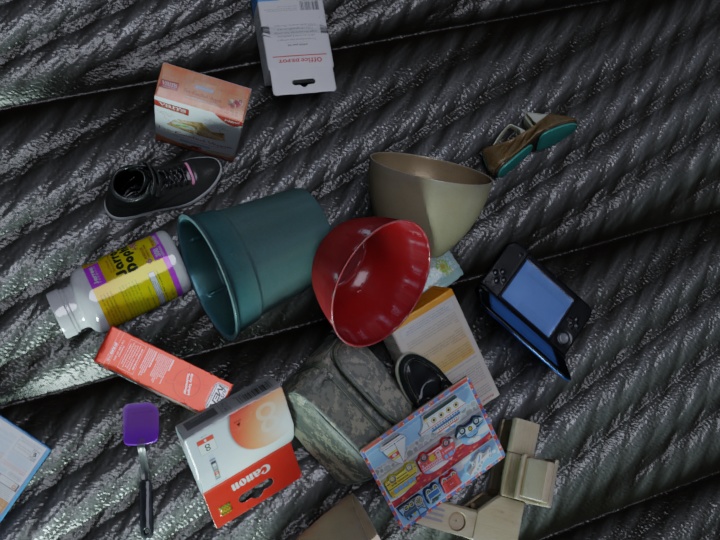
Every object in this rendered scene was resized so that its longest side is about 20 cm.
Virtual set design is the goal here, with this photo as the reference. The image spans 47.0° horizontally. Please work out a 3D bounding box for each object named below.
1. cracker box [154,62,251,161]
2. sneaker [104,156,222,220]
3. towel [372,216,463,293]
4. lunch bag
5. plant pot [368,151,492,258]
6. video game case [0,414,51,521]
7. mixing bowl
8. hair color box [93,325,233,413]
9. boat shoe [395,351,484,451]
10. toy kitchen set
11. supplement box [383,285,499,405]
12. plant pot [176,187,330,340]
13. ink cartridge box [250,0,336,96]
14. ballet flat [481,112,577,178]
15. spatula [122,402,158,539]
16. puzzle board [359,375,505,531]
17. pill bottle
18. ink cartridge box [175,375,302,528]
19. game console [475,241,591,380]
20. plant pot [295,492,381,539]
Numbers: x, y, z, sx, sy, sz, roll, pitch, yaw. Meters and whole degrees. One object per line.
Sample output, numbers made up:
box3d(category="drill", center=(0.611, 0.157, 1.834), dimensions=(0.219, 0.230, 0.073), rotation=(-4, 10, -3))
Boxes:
box3d(category="cracker box", center=(-0.246, -0.238, 1.279), dimensions=(0.132, 0.200, 0.059), rotation=(15, 77, -10))
box3d(category="sneaker", center=(-0.306, -0.139, 1.299), dimensions=(0.198, 0.099, 0.072), rotation=(-22, 84, -18))
box3d(category="towel", center=(0.054, -0.011, 1.392), dimensions=(0.199, 0.048, 0.172), rotation=(-33, 90, -17))
box3d(category="lunch bag", center=(-0.017, 0.204, 1.295), dimensions=(0.200, 0.139, 0.168), rotation=(46, 56, -3))
box3d(category="plant pot", center=(0.099, -0.099, 1.318), dimensions=(0.197, 0.201, 0.137), rotation=(7, 108, -12))
box3d(category="video game case", center=(-0.567, 0.306, 1.196), dimensions=(0.142, 0.018, 0.201), rotation=(35, 74, -6))
box3d(category="mixing bowl", center=(0.000, 0.000, 1.236), dimensions=(0.200, 0.201, 0.108), rotation=(-44, 49, -17))
box3d(category="hair color box", center=(-0.294, 0.157, 1.247), dimensions=(0.198, 0.101, 0.062), rotation=(27, 75, -7))
box3d(category="boat shoe", center=(0.129, 0.209, 1.275), dimensions=(0.074, 0.066, 0.201), rotation=(-36, 105, -16))
box3d(category="toy kitchen set", center=(0.192, 0.320, 1.305), dimensions=(0.178, 0.163, 0.203), rotation=(17, 76, -10))
box3d(category="supplement box", center=(0.125, 0.143, 1.346), dimensions=(0.125, 0.073, 0.202), rotation=(-29, 102, -17))
box3d(category="plant pot", center=(-0.153, -0.026, 1.278), dimensions=(0.194, 0.200, 0.202), rotation=(-25, 86, -24))
box3d(category="ink cartridge box", center=(-0.114, -0.385, 1.407), dimensions=(0.114, 0.068, 0.203), rotation=(-7, 81, -15))
box3d(category="ballet flat", center=(0.299, -0.241, 1.493), dimensions=(0.199, 0.068, 0.073), rotation=(-33, 69, -13))
box3d(category="spatula", center=(-0.327, 0.302, 1.253), dimensions=(0.056, 0.021, 0.204), rotation=(-6, 83, -2))
box3d(category="puzzle board", center=(0.112, 0.273, 1.235), dimensions=(0.199, 0.017, 0.152), rotation=(-32, 109, -15))
box3d(category="pill bottle", center=(-0.365, 0.025, 1.252), dimensions=(0.198, 0.104, 0.105), rotation=(-27, 87, -17))
box3d(category="ink cartridge box", center=(-0.169, 0.279, 1.227), dimensions=(0.161, 0.050, 0.203), rotation=(-27, 117, -23))
box3d(category="game console", center=(0.302, 0.064, 1.403), dimensions=(0.199, 0.118, 0.171), rotation=(40, 74, -4))
box3d(category="plant pot", center=(-0.056, 0.462, 1.224), dimensions=(0.198, 0.187, 0.189), rotation=(-28, 87, -3))
